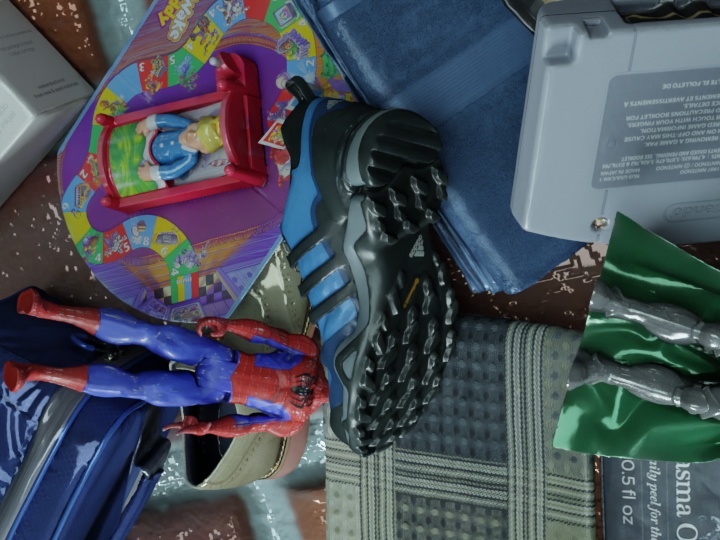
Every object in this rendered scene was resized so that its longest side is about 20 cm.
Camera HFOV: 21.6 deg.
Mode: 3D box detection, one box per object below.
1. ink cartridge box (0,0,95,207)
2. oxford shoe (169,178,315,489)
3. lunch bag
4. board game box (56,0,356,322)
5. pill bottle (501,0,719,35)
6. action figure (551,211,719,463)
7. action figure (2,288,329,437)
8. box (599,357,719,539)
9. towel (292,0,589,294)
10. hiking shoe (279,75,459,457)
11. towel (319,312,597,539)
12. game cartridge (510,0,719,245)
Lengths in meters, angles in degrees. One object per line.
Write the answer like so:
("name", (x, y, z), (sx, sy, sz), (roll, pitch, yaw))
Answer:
("ink cartridge box", (-0.279, -0.118, 1.094), (0.200, 0.083, 0.147), (46, 112, 3))
("oxford shoe", (-0.068, 0.029, 1.059), (0.071, 0.074, 0.200), (7, 104, 38))
("lunch bag", (-0.185, 0.113, 1.090), (0.132, 0.136, 0.200), (32, 109, 8))
("board game box", (-0.097, -0.075, 1.033), (0.158, 0.039, 0.200), (40, 101, 26))
("pill bottle", (0.163, -0.192, 0.922), (0.112, 0.112, 0.200), (43, 112, 4))
("action figure", (0.199, 0.056, 0.880), (0.200, 0.055, 0.118), (15, 102, 9))
("action figure", (-0.086, 0.055, 1.009), (0.200, 0.052, 0.066), (10, 89, -23))
("box", (0.229, 0.123, 0.973), (0.200, 0.117, 0.197), (0, 103, 16))
("towel", (0.059, -0.093, 0.997), (0.112, 0.049, 0.200), (-33, 92, -12))
("hiking shoe", (0.000, 0.000, 0.989), (0.087, 0.074, 0.200), (27, 125, 42))
("towel", (0.055, 0.122, 1.035), (0.192, 0.035, 0.201), (5, 99, 40))
("game cartridge", (0.173, -0.074, 0.923), (0.200, 0.041, 0.134), (-5, 126, -14))
